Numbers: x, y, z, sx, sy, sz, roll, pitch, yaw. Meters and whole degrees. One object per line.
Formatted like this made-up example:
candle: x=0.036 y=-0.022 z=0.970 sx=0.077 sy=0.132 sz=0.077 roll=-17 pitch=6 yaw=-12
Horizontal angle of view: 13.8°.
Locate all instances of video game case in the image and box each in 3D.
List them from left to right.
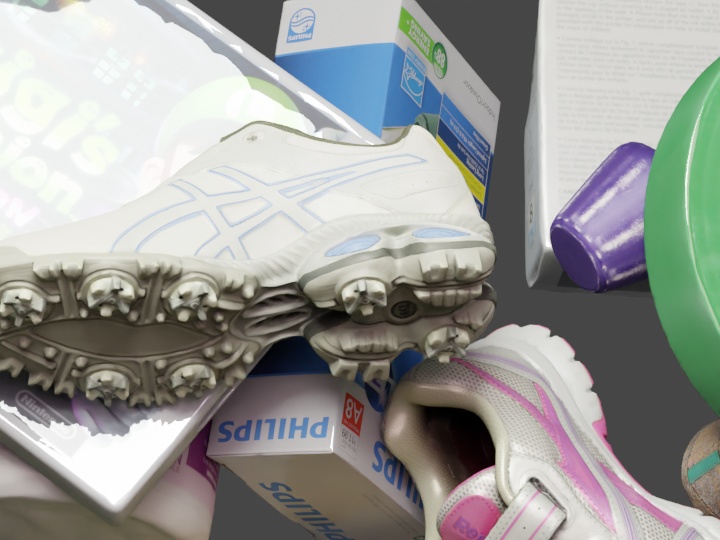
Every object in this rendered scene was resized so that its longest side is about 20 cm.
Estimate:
video game case: x=-0.113 y=-0.031 z=1.127 sx=0.200 sy=0.023 sz=0.182 roll=36 pitch=69 yaw=10

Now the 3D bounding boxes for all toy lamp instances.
toy lamp: x=0.164 y=-0.055 z=1.225 sx=0.200 sy=0.058 sz=0.058 roll=-32 pitch=74 yaw=-21

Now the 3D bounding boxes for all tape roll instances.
tape roll: x=0.212 y=-0.013 z=1.173 sx=0.200 sy=0.048 sz=0.201 roll=4 pitch=75 yaw=-15

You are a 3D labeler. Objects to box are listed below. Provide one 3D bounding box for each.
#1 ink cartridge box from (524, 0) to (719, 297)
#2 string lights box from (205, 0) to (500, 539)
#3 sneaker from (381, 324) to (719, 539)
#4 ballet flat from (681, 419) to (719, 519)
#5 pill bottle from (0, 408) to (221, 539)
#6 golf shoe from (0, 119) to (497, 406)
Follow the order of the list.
ink cartridge box: x=0.152 y=-0.083 z=1.291 sx=0.160 sy=0.047 sz=0.200 roll=3 pitch=64 yaw=-5
string lights box: x=0.000 y=0.000 z=1.198 sx=0.059 sy=0.103 sz=0.200 roll=-5 pitch=64 yaw=27
sneaker: x=0.073 y=0.105 z=1.118 sx=0.088 sy=0.081 sz=0.200 roll=-4 pitch=43 yaw=-44
ballet flat: x=0.231 y=0.064 z=1.223 sx=0.200 sy=0.067 sz=0.068 roll=-16 pitch=70 yaw=-13
pill bottle: x=-0.103 y=0.013 z=1.182 sx=0.112 sy=0.112 sz=0.200 roll=8 pitch=66 yaw=-3
golf shoe: x=-0.053 y=-0.009 z=1.085 sx=0.200 sy=0.078 sz=0.097 roll=-3 pitch=51 yaw=-12
